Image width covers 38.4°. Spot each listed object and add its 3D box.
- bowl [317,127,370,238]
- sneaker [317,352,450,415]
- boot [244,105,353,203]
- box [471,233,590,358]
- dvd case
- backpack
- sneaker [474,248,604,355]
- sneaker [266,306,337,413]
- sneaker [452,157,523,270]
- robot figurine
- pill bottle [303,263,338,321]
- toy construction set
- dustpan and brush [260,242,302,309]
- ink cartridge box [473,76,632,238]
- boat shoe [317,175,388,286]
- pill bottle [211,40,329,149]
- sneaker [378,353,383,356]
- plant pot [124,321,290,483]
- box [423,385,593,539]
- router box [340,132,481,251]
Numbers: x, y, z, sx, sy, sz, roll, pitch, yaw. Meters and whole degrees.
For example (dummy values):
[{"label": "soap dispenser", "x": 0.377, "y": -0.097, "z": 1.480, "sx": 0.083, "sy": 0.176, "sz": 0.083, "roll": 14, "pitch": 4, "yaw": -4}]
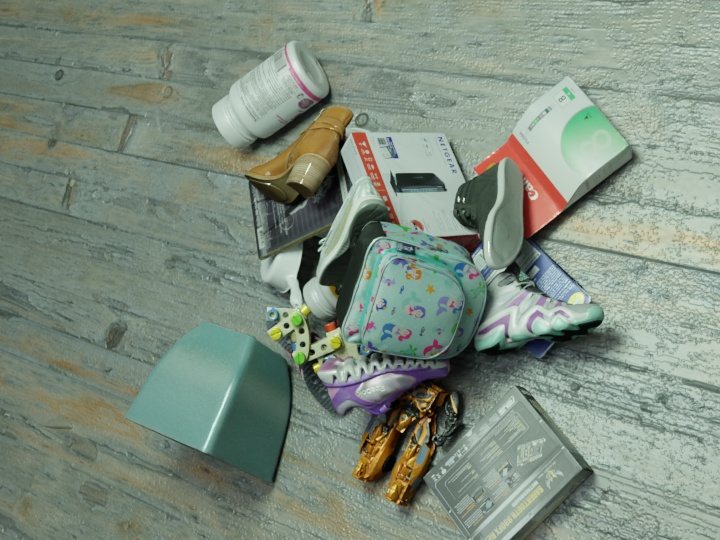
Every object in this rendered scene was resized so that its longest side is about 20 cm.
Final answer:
[{"label": "bowl", "x": -0.053, "y": -0.162, "z": 1.755, "sx": 0.198, "sy": 0.090, "sz": 0.205, "roll": -11, "pitch": 69, "yaw": 30}, {"label": "sneaker", "x": 0.038, "y": 0.168, "z": 1.535, "sx": 0.196, "sy": 0.081, "sz": 0.090, "roll": -9, "pitch": 99, "yaw": 7}, {"label": "boot", "x": -0.096, "y": -0.192, "z": 1.681, "sx": 0.198, "sy": 0.074, "sz": 0.156, "roll": 6, "pitch": 63, "yaw": 50}, {"label": "box", "x": 0.244, "y": 0.026, "z": 1.540, "sx": 0.122, "sy": 0.032, "sz": 0.200, "roll": -49, "pitch": 55, "yaw": 11}, {"label": "dvd case", "x": -0.096, "y": -0.121, "z": 1.703, "sx": 0.198, "sy": 0.016, "sz": 0.151, "roll": -24, "pitch": 61, "yaw": 25}, {"label": "backpack", "x": 0.080, "y": 0.038, "z": 1.471, "sx": 0.151, "sy": 0.197, "sz": 0.180, "roll": -120, "pitch": 46, "yaw": -64}, {"label": "sneaker", "x": 0.245, "y": 0.033, "z": 1.471, "sx": 0.197, "sy": 0.077, "sz": 0.143, "roll": -14, "pitch": 69, "yaw": 29}, {"label": "sneaker", "x": -0.075, "y": 0.142, "z": 1.696, "sx": 0.070, "sy": 0.082, "sz": 0.201, "roll": -35, "pitch": 81, "yaw": 6}, {"label": "sneaker", "x": 0.183, "y": -0.069, "z": 1.522, "sx": 0.098, "sy": 0.070, "sz": 0.202, "roll": -26, "pitch": 39, "yaw": 38}, {"label": "robot figurine", "x": 0.070, "y": 0.244, "z": 1.569, "sx": 0.144, "sy": 0.058, "sz": 0.203, "roll": 25, "pitch": 90, "yaw": 34}, {"label": "pill bottle", "x": 0.000, "y": 0.000, "z": 1.654, "sx": 0.199, "sy": 0.103, "sz": 0.106, "roll": -37, "pitch": 58, "yaw": 30}, {"label": "toy construction set", "x": -0.043, "y": 0.086, "z": 1.609, "sx": 0.197, "sy": 0.092, "sz": 0.133, "roll": -22, "pitch": 91, "yaw": 16}, {"label": "dustpan and brush", "x": -0.123, "y": 0.000, "z": 1.733, "sx": 0.201, "sy": 0.056, "sz": 0.141, "roll": -94, "pitch": 27, "yaw": -53}, {"label": "ink cartridge box", "x": 0.281, "y": -0.171, "z": 1.550, "sx": 0.199, "sy": 0.050, "sz": 0.162, "roll": -36, "pitch": 58, "yaw": 5}, {"label": "boat shoe", "x": -0.016, "y": -0.052, "z": 1.542, "sx": 0.203, "sy": 0.073, "sz": 0.066, "roll": 115, "pitch": 147, "yaw": -46}, {"label": "pill bottle", "x": -0.164, "y": -0.311, "z": 1.857, "sx": 0.198, "sy": 0.113, "sz": 0.115, "roll": -31, "pitch": 61, "yaw": 21}, {"label": "sneaker", "x": 0.089, "y": 0.064, "z": 1.576, "sx": 0.078, "sy": 0.089, "sz": 0.202, "roll": 36, "pitch": 106, "yaw": 26}, {"label": "plant pot", "x": -0.227, "y": 0.203, "z": 1.700, "sx": 0.194, "sy": 0.196, "sz": 0.203, "roll": 14, "pitch": 75, "yaw": 34}, {"label": "box", "x": 0.207, "y": 0.291, "z": 1.473, "sx": 0.200, "sy": 0.048, "sz": 0.159, "roll": -48, "pitch": 57, "yaw": 12}, {"label": "router box", "x": 0.081, "y": -0.122, "z": 1.604, "sx": 0.049, "sy": 0.177, "sz": 0.203, "roll": -55, "pitch": 48, "yaw": 49}]
